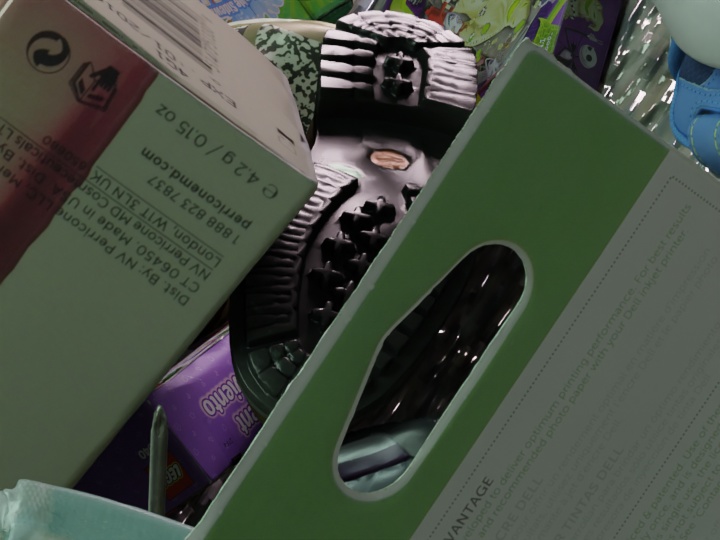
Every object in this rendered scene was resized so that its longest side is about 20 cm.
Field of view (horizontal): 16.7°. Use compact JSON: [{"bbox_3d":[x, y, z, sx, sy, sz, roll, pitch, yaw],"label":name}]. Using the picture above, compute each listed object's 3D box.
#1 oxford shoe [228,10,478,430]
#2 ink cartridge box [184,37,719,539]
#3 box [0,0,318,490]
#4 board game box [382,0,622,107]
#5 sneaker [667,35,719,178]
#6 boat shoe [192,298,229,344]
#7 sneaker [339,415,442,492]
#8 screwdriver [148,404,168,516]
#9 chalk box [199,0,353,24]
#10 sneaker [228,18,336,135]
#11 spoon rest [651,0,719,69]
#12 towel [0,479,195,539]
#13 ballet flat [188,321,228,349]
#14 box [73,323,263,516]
[{"bbox_3d":[0.000,0.000,0.810,0.200,0.073,0.085,-69,-6,-53],"label":"oxford shoe"},{"bbox_3d":[0.058,0.047,0.586,0.146,0.200,0.048,-56,31,3],"label":"ink cartridge box"},{"bbox_3d":[-0.119,-0.002,0.773,0.200,0.109,0.128,-50,18,11],"label":"box"},{"bbox_3d":[0.061,-0.129,0.929,0.120,0.032,0.200,-18,49,55],"label":"board game box"},{"bbox_3d":[0.137,-0.041,0.687,0.082,0.074,0.200,-46,23,19],"label":"sneaker"},{"bbox_3d":[-0.139,0.030,0.892,0.200,0.073,0.065,-26,8,17],"label":"boat shoe"},{"bbox_3d":[-0.017,0.117,0.791,0.200,0.074,0.088,-34,61,38],"label":"sneaker"},{"bbox_3d":[-0.063,0.128,0.766,0.028,0.029,0.200,18,115,25],"label":"screwdriver"},{"bbox_3d":[-0.096,-0.106,1.013,0.125,0.200,0.124,-34,4,32],"label":"chalk box"},{"bbox_3d":[-0.087,-0.051,0.889,0.089,0.200,0.077,-10,-88,-88],"label":"sneaker"},{"bbox_3d":[0.096,-0.108,0.714,0.200,0.061,0.099,21,78,54],"label":"spoon rest"},{"bbox_3d":[-0.034,0.158,0.635,0.048,0.200,0.171,122,166,-64],"label":"towel"},{"bbox_3d":[-0.138,-0.011,0.952,0.067,0.200,0.046,-84,6,-51],"label":"ballet flat"},{"bbox_3d":[-0.096,0.080,0.885,0.200,0.039,0.137,-37,2,33],"label":"box"}]
